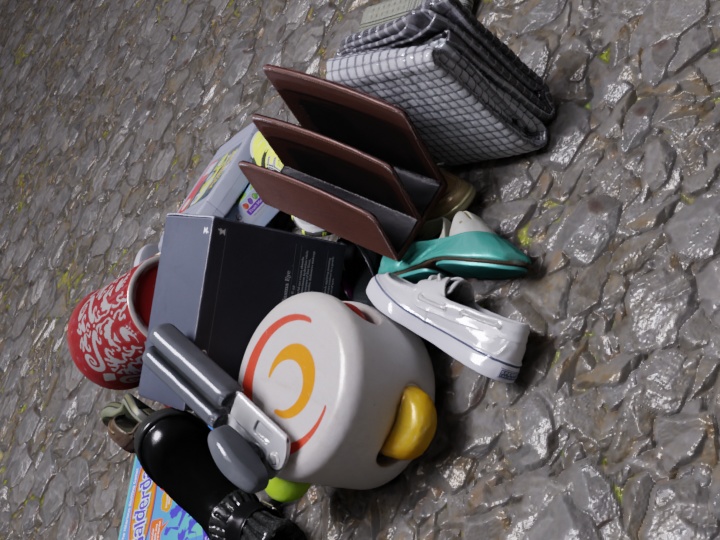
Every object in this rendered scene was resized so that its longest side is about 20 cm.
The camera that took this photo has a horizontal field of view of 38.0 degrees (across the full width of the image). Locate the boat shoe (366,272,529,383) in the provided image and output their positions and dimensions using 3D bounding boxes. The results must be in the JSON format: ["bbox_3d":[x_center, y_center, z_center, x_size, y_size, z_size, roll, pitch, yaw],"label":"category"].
[{"bbox_3d":[0.086,0.037,1.013,0.199,0.073,0.066,30,103,39],"label":"boat shoe"}]

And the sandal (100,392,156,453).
[{"bbox_3d":[-0.281,0.200,1.300,0.058,0.079,0.200,-60,15,-24],"label":"sandal"}]

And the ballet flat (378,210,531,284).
[{"bbox_3d":[0.090,-0.024,1.061,0.199,0.067,0.072,-10,70,49],"label":"ballet flat"}]

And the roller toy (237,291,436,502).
[{"bbox_3d":[-0.020,0.121,1.040,0.199,0.139,0.185,-34,54,35],"label":"roller toy"}]

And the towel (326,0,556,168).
[{"bbox_3d":[0.083,-0.190,1.076,0.164,0.199,0.087,-1,64,49],"label":"towel"}]

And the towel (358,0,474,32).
[{"bbox_3d":[0.055,-0.265,1.313,0.198,0.034,0.195,-1,68,48],"label":"towel"}]

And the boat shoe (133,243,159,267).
[{"bbox_3d":[-0.311,0.055,1.508,0.069,0.071,0.202,-31,51,30],"label":"boat shoe"}]

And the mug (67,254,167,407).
[{"bbox_3d":[-0.241,0.069,1.253,0.199,0.176,0.135,-29,34,55],"label":"mug"}]

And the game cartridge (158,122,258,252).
[{"bbox_3d":[-0.185,-0.110,1.371,0.132,0.041,0.202,-17,39,53],"label":"game cartridge"}]

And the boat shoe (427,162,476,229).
[{"bbox_3d":[0.041,-0.092,1.156,0.198,0.063,0.074,7,49,47],"label":"boat shoe"}]

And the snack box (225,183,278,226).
[{"bbox_3d":[-0.168,-0.074,1.399,0.200,0.053,0.143,-44,22,22],"label":"snack box"}]

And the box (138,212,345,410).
[{"bbox_3d":[-0.127,0.052,1.142,0.103,0.180,0.203,6,85,49],"label":"box"}]

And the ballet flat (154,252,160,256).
[{"bbox_3d":[-0.196,0.026,1.302,0.057,0.067,0.199,-34,43,-28],"label":"ballet flat"}]

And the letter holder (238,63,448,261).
[{"bbox_3d":[-0.032,-0.116,1.073,0.198,0.142,0.101,24,71,34],"label":"letter holder"}]

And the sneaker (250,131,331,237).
[{"bbox_3d":[-0.073,-0.124,1.249,0.200,0.075,0.077,48,148,42],"label":"sneaker"}]

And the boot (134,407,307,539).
[{"bbox_3d":[-0.134,0.239,1.057,0.079,0.212,0.157,-42,29,-13],"label":"boot"}]

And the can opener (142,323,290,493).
[{"bbox_3d":[-0.142,0.125,0.992,0.200,0.066,0.053,41,119,28],"label":"can opener"}]

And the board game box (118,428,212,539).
[{"bbox_3d":[-0.213,0.275,1.253,0.199,0.045,0.154,-25,49,41],"label":"board game box"}]

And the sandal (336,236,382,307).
[{"bbox_3d":[0.001,0.000,1.175,0.075,0.048,0.202,-35,42,30],"label":"sandal"}]
